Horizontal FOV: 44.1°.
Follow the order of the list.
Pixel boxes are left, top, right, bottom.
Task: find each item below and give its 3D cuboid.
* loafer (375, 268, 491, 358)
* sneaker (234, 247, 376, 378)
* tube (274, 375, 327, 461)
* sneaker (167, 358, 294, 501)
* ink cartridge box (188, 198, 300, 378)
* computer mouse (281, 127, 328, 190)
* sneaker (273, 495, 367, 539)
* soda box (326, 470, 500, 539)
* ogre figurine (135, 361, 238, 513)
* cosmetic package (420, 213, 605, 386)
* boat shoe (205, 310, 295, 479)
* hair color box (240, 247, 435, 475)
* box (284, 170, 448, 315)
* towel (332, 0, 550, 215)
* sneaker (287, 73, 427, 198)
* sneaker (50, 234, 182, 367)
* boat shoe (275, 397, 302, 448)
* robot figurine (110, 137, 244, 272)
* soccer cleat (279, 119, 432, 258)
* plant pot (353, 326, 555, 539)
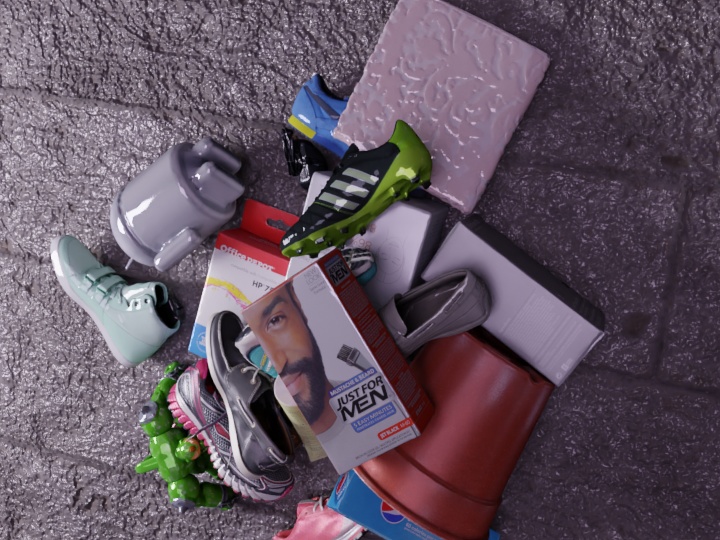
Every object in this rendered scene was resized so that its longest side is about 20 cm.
[{"bbox_3d":[0.044,0.054,0.955,0.197,0.071,0.070,-28,133,12],"label":"loafer"},{"bbox_3d":[-0.052,0.047,1.002,0.199,0.078,0.080,-38,104,23],"label":"sneaker"},{"bbox_3d":[-0.052,0.181,1.068,0.057,0.201,0.053,17,63,26],"label":"tube"},{"bbox_3d":[-0.156,0.200,1.100,0.200,0.080,0.075,45,115,7],"label":"sneaker"},{"bbox_3d":[-0.134,0.023,1.128,0.114,0.067,0.204,20,103,14],"label":"ink cartridge box"},{"bbox_3d":[-0.061,-0.129,1.019,0.033,0.200,0.060,-5,88,4],"label":"computer mouse"},{"bbox_3d":[-0.040,0.320,1.138,0.200,0.074,0.087,-46,79,16],"label":"sneaker"},{"bbox_3d":[0.063,0.299,1.065,0.198,0.064,0.069,30,74,-8],"label":"soda box"},{"bbox_3d":[-0.229,0.231,1.160,0.096,0.120,0.205,-1,98,18],"label":"ogre figurine"},{"bbox_3d":[0.175,0.029,1.011,0.199,0.107,0.091,41,108,7],"label":"cosmetic package"},{"bbox_3d":[-0.128,0.139,1.055,0.067,0.071,0.204,-27,74,34],"label":"boat shoe"},{"bbox_3d":[-0.023,0.095,0.920,0.110,0.064,0.202,-31,92,25],"label":"hair color box"},{"bbox_3d":[0.000,0.000,1.061,0.150,0.106,0.204,20,103,13],"label":"box"},{"bbox_3d":[0.090,-0.195,1.012,0.188,0.032,0.203,28,88,7],"label":"towel"},{"bbox_3d":[0.006,-0.162,1.059,0.198,0.066,0.079,35,103,11],"label":"sneaker"},{"bbox_3d":[-0.318,0.017,1.182,0.117,0.074,0.202,-32,97,25],"label":"sneaker"},{"bbox_3d":[-0.086,0.177,1.134,0.072,0.067,0.201,42,108,7],"label":"boat shoe"},{"bbox_3d":[-0.235,-0.081,1.118,0.198,0.112,0.172,-32,46,25],"label":"robot figurine"},{"bbox_3d":[-0.011,-0.084,0.971,0.198,0.067,0.082,-33,69,17],"label":"soccer cleat"},{"bbox_3d":[0.111,0.169,1.015,0.199,0.201,0.198,32,98,11],"label":"plant pot"}]
